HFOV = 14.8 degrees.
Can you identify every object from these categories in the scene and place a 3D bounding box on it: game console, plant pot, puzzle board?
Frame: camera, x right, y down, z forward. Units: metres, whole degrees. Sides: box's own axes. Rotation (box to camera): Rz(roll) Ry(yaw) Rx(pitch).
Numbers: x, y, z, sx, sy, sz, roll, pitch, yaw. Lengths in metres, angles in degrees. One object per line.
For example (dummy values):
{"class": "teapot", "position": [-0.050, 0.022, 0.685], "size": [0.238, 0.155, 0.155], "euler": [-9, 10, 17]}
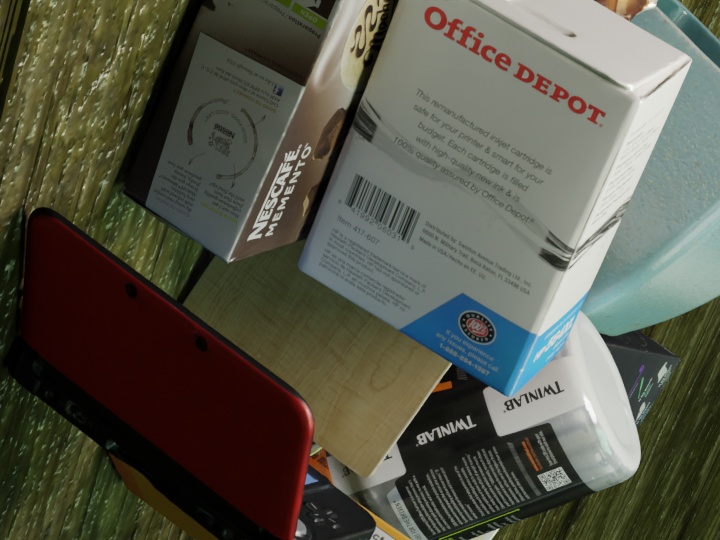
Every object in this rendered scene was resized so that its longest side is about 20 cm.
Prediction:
{"class": "game console", "position": [-0.081, 0.058, 1.492], "size": [0.172, 0.200, 0.119], "euler": [-7, 130, -61]}
{"class": "plant pot", "position": [0.185, -0.066, 1.887], "size": [0.200, 0.196, 0.196], "euler": [-46, 159, 13]}
{"class": "puzzle board", "position": [0.000, 0.000, 1.621], "size": [0.200, 0.151, 0.017], "euler": [-55, 174, 16]}

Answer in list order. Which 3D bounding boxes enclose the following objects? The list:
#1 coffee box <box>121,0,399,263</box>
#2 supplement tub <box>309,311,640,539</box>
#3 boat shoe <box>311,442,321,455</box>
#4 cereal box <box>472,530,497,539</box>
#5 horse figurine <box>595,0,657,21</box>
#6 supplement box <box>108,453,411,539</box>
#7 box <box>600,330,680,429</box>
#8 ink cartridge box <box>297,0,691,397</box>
{"class": "coffee box", "position": [-0.036, -0.114, 1.501], "size": [0.113, 0.080, 0.201], "euler": [-19, 138, -60]}
{"class": "supplement tub", "position": [0.072, 0.111, 1.818], "size": [0.199, 0.123, 0.122], "euler": [-22, 163, 15]}
{"class": "boat shoe", "position": [-0.001, 0.043, 1.794], "size": [0.202, 0.060, 0.072], "euler": [-48, 129, -18]}
{"class": "cereal box", "position": [0.054, 0.112, 1.911], "size": [0.200, 0.144, 0.040], "euler": [-53, -172, 2]}
{"class": "horse figurine", "position": [0.191, -0.229, 1.632], "size": [0.132, 0.050, 0.200], "euler": [-30, 159, -14]}
{"class": "supplement box", "position": [-0.056, 0.147, 1.666], "size": [0.069, 0.200, 0.067], "euler": [-48, 157, -16]}
{"class": "box", "position": [0.136, 0.071, 2.046], "size": [0.106, 0.122, 0.200], "euler": [-60, 158, 8]}
{"class": "ink cartridge box", "position": [0.072, -0.058, 1.507], "size": [0.084, 0.146, 0.201], "euler": [-34, 152, -55]}
